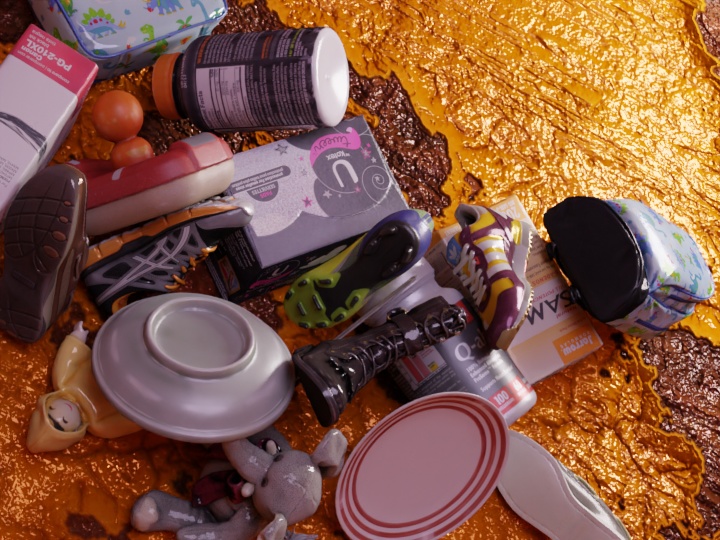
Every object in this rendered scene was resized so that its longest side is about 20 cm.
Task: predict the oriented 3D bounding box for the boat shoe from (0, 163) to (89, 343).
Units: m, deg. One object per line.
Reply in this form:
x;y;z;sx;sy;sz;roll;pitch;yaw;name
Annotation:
-0.300;-0.023;1.631;0.076;0.201;0.072;35;35;14;boat shoe

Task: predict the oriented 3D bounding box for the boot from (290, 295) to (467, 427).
0.023;0.075;1.655;0.173;0.200;0.070;-23;102;-1;boot

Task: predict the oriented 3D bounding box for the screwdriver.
-0.017;0.071;1.759;0.199;0.028;0.029;-33;91;0;screwdriver

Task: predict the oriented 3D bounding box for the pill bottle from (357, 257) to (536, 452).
0.088;0.092;1.807;0.116;0.116;0.201;-34;85;-34;pill bottle

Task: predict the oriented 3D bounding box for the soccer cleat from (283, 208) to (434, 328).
0.001;0.001;1.769;0.065;0.200;0.084;54;34;-1;soccer cleat

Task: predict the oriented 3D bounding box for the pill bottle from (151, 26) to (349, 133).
-0.120;-0.201;1.797;0.198;0.106;0.107;0;59;21;pill bottle

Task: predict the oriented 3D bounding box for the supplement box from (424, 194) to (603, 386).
0.165;0.032;1.899;0.126;0.074;0.201;-25;80;-33;supplement box

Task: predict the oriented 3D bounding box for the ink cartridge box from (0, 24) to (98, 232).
-0.354;-0.119;1.664;0.084;0.145;0.201;32;57;-6;ink cartridge box

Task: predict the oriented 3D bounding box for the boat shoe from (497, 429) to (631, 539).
0.217;0.252;1.832;0.202;0.072;0.060;46;14;13;boat shoe

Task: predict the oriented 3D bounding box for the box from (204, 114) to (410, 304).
-0.069;-0.067;1.803;0.199;0.115;0.133;-20;77;-33;box

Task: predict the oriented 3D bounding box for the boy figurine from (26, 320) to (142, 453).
-0.254;0.108;1.661;0.200;0.064;0.125;-34;86;-38;boy figurine

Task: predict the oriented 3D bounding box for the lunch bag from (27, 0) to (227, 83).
-0.257;-0.301;1.836;0.199;0.082;0.161;-26;82;-33;lunch bag

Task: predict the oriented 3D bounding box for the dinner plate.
0.061;0.202;1.720;0.199;0.201;0.024;-3;34;-28;dinner plate

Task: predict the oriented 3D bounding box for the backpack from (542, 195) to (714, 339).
0.315;0.002;1.932;0.153;0.200;0.164;-31;56;9;backpack

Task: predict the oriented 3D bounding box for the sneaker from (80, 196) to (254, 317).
-0.191;-0.018;1.702;0.078;0.199;0.078;67;17;-1;sneaker

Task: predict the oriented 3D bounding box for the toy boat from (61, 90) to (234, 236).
-0.231;-0.115;1.689;0.130;0.199;0.132;-27;100;-56;toy boat

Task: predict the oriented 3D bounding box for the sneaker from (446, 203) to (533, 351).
0.130;0.006;1.791;0.090;0.075;0.201;22;34;-10;sneaker

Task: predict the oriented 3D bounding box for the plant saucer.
-0.156;0.077;1.616;0.198;0.050;0.201;9;38;-7;plant saucer

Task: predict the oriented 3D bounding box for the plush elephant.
-0.102;0.206;1.634;0.199;0.155;0.165;36;56;-7;plush elephant
